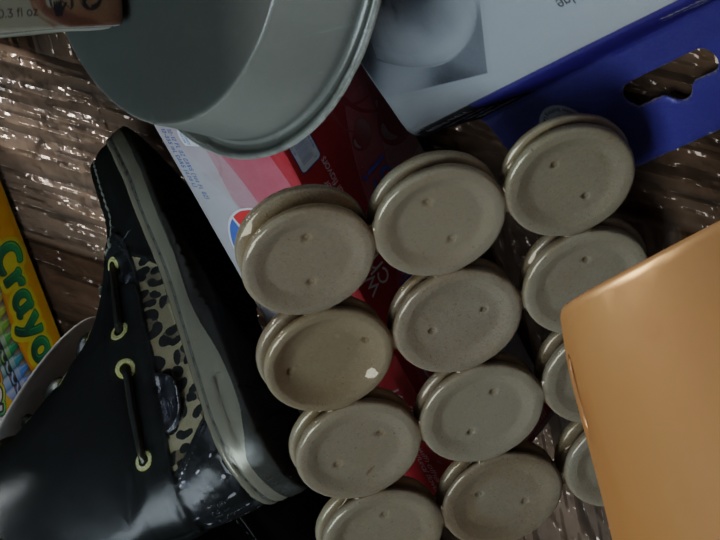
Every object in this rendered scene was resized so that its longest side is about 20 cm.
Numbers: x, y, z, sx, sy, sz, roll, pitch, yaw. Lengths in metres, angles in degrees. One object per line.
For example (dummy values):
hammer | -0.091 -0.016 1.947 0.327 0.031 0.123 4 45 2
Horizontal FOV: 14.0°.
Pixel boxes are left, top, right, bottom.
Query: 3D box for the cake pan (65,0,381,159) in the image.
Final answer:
cake pan | -0.059 -0.139 1.043 0.200 0.037 0.202 14 107 53

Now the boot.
boot | -0.114 0.047 1.204 0.073 0.153 0.204 42 -163 -46

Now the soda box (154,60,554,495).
soda box | 0.000 0.000 1.156 0.070 0.063 0.201 5 134 43

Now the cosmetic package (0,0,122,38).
cosmetic package | -0.152 -0.183 1.057 0.103 0.087 0.202 5 100 54

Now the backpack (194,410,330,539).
backpack | -0.049 0.172 1.295 0.200 0.178 0.150 44 149 -15

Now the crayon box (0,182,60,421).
crayon box | -0.202 0.047 1.378 0.058 0.119 0.201 12 132 38

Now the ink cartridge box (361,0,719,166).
ink cartridge box | 0.057 -0.118 1.022 0.200 0.041 0.199 53 144 -9

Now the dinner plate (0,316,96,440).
dinner plate | -0.147 0.117 1.327 0.024 0.201 0.201 23 140 9

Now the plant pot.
plant pot | 0.155 0.044 0.969 0.200 0.199 0.141 -33 82 54

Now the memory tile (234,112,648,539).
memory tile | 0.040 0.032 1.104 0.017 0.152 0.201 -112 6 -47
